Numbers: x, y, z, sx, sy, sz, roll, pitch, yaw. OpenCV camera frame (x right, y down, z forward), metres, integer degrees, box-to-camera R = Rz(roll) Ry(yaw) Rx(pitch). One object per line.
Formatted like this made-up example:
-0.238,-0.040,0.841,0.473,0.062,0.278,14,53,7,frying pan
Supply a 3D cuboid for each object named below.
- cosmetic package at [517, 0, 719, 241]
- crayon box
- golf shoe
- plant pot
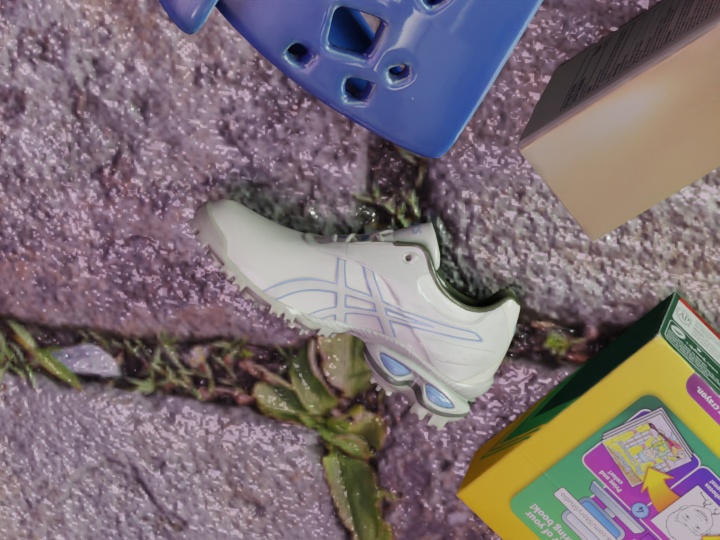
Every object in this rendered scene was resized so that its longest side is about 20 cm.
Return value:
0.188,-0.107,1.583,0.200,0.105,0.071,-32,105,31,cosmetic package
0.187,0.139,1.745,0.200,0.058,0.172,44,122,-9,crayon box
0.000,0.000,1.731,0.200,0.078,0.097,32,105,-8,golf shoe
-0.014,-0.200,1.429,0.179,0.200,0.200,19,114,-30,plant pot
